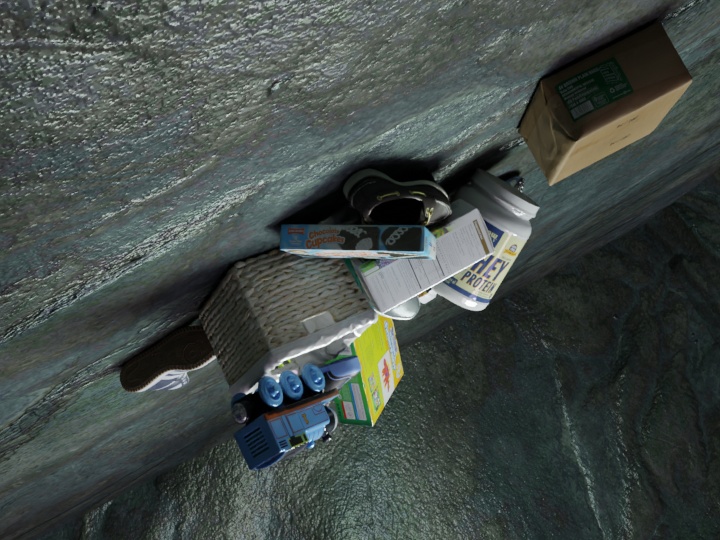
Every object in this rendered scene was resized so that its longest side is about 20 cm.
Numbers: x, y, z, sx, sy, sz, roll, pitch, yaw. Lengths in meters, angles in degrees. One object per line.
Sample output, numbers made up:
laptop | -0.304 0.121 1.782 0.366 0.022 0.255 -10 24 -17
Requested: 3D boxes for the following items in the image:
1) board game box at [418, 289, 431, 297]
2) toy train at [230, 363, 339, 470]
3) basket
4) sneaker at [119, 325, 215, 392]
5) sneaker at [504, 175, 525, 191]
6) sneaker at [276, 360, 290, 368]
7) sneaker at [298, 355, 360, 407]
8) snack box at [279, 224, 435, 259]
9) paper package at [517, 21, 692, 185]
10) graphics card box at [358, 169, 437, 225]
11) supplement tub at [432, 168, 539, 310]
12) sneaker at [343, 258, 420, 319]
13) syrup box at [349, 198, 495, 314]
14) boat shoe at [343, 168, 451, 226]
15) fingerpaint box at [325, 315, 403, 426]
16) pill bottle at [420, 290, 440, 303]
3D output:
board game box | 0.056 0.034 1.603 0.198 0.057 0.165 -22 -173 26
toy train | -0.105 0.209 1.197 0.086 0.116 0.199 -32 167 29
basket | -0.117 0.073 1.266 0.196 0.163 0.200 -20 165 -34
sneaker | -0.294 0.148 1.382 0.198 0.071 0.108 -25 165 16
sneaker | 0.239 -0.129 1.524 0.199 0.072 0.073 -35 146 -39
sneaker | -0.187 0.136 1.425 0.083 0.199 0.075 -17 -139 48
sneaker | -0.070 0.203 1.356 0.198 0.079 0.070 -27 174 32
snack box | -0.001 -0.038 1.137 0.196 0.038 0.116 1 176 13
paper package | 0.348 -0.237 1.196 0.198 0.105 0.191 -27 167 -6
graphics card box | 0.060 -0.082 1.304 0.124 0.051 0.200 -27 167 -6
supplement tub | 0.195 -0.052 1.381 0.202 0.144 0.144 -60 159 15
sneaker | 0.048 0.032 1.348 0.120 0.199 0.085 21 -98 58
syrup box | 0.093 -0.024 1.242 0.198 0.082 0.079 -29 -160 -4
boat shoe | 0.061 -0.085 1.137 0.199 0.061 0.072 6 133 -45
fingerpaint box | 0.002 0.144 1.478 0.072 0.203 0.167 0 -152 25
pill bottle | 0.196 -0.014 1.758 0.199 0.113 0.111 -33 168 20
